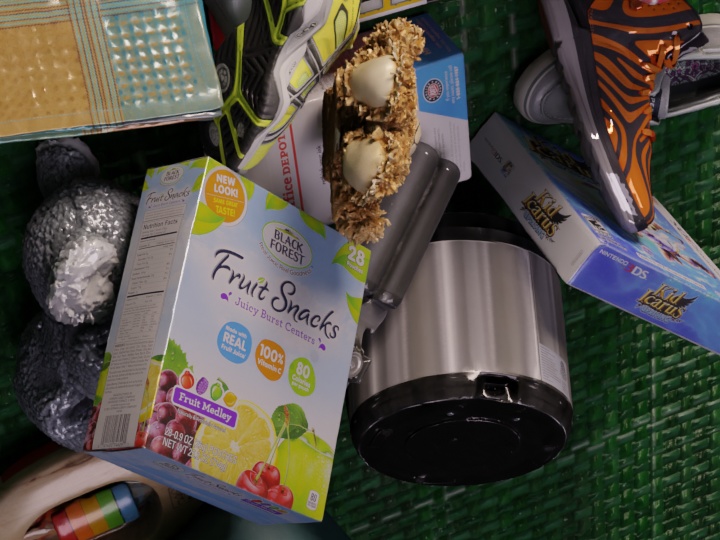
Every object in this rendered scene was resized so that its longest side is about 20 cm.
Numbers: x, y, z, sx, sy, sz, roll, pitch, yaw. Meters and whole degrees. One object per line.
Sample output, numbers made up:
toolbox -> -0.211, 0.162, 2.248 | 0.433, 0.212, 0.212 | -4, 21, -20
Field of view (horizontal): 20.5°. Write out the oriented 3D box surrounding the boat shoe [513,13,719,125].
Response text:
boat shoe -> 0.219, -0.147, 1.534 | 0.200, 0.072, 0.070 | -15, 131, -16

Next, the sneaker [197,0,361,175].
sneaker -> -0.042, -0.139, 1.295 | 0.076, 0.075, 0.200 | -2, 136, -40

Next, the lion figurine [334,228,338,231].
lion figurine -> -0.056, 0.037, 1.528 | 0.072, 0.122, 0.200 | 19, 102, -22

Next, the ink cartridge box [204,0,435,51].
ink cartridge box -> -0.007, -0.225, 1.350 | 0.199, 0.084, 0.176 | -18, 133, -13

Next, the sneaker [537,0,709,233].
sneaker -> 0.208, -0.134, 1.461 | 0.112, 0.201, 0.078 | -16, 176, 1

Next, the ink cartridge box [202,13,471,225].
ink cartridge box -> -0.025, -0.099, 1.450 | 0.199, 0.068, 0.115 | -18, 131, -14

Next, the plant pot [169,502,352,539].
plant pot -> -0.093, 0.252, 1.573 | 0.141, 0.200, 0.141 | -41, 89, 8

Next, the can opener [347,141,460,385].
can opener -> 0.000, 0.000, 1.440 | 0.053, 0.067, 0.200 | 32, 81, -41

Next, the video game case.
video game case -> 0.196, -0.027, 1.543 | 0.200, 0.181, 0.045 | 23, 111, -38

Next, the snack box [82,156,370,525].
snack box -> -0.084, 0.050, 1.325 | 0.068, 0.201, 0.168 | -9, 153, 41

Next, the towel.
towel -> -0.197, -0.157, 1.283 | 0.199, 0.022, 0.147 | -9, 84, -14

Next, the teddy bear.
teddy bear -> 0.014, -0.093, 1.298 | 0.067, 0.146, 0.200 | 2, 167, -5

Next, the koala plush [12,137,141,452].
koala plush -> -0.178, 0.016, 1.398 | 0.183, 0.178, 0.200 | -14, 136, 2

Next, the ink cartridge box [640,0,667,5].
ink cartridge box -> 0.184, -0.247, 1.329 | 0.200, 0.145, 0.084 | -22, 133, -57

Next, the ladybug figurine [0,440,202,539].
ladybug figurine -> -0.214, 0.177, 1.567 | 0.199, 0.072, 0.136 | -20, 133, -12

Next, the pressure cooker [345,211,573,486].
pressure cooker -> 0.075, 0.048, 1.538 | 0.178, 0.201, 0.176 | 1, 151, -6
